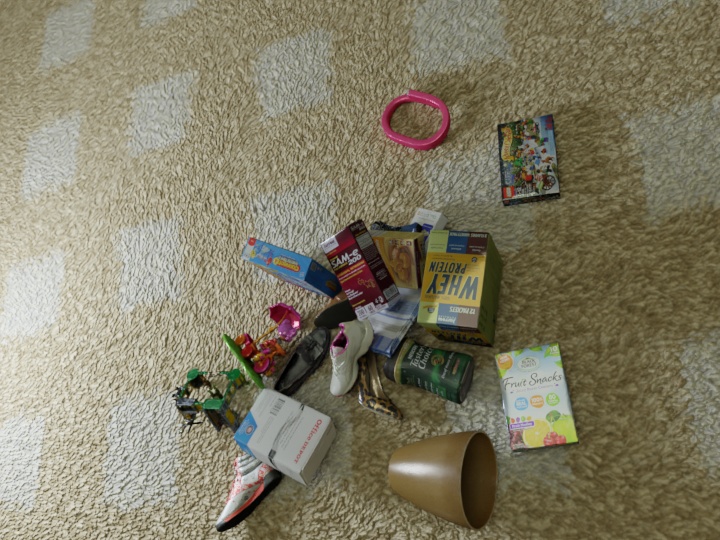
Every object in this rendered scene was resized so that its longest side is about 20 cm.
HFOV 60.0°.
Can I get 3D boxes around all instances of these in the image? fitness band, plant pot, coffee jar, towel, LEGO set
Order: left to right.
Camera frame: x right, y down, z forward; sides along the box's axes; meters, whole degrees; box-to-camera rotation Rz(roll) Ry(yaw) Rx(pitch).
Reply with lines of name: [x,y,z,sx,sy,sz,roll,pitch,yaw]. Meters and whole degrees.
LEGO set: [-0.372,0.339,1.598,0.194,0.118,0.156,-9,40,16]
towel: [0.074,0.102,1.464,0.145,0.024,0.202,10,61,51]
fitness band: [0.146,-0.397,1.643,0.196,0.037,0.147,24,84,28]
coffee jar: [0.151,0.220,1.405,0.195,0.086,0.106,13,57,25]
plant pot: [0.163,0.428,1.303,0.196,0.185,0.192,-7,69,36]

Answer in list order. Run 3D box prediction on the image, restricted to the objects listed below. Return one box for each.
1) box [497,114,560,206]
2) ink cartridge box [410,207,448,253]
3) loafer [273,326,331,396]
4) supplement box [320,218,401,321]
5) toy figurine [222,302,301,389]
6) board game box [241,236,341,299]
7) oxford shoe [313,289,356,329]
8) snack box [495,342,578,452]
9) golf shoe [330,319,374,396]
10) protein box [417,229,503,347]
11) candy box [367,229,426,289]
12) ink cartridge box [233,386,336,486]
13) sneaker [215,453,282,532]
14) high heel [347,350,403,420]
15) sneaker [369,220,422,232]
box: [0.401,-0.263,1.491,0.133,0.038,0.206,-7,71,20]
ink cartridge box: [0.131,-0.054,1.516,0.094,0.037,0.203,22,80,55]
loafer: [-0.144,0.227,1.535,0.071,0.063,0.202,37,95,20]
supplement box: [0.000,0.000,1.427,0.108,0.060,0.204,-28,90,43]
toy figurine: [-0.222,0.168,1.552,0.183,0.151,0.200,-41,37,-6]
board game box: [-0.165,-0.002,1.552,0.192,0.200,0.057,18,81,27]
oxford shoe: [-0.034,0.078,1.558,0.197,0.072,0.072,-34,34,11]
snack box: [0.371,0.270,1.320,0.138,0.053,0.206,-12,68,17]
golf shoe: [-0.041,0.199,1.432,0.075,0.090,0.205,43,118,49]
protein box: [0.225,0.043,1.374,0.131,0.198,0.206,4,74,23]
candy box: [0.058,-0.029,1.447,0.196,0.055,0.119,6,112,35]
ink cartridge box: [-0.174,0.388,1.466,0.196,0.085,0.146,19,58,25]
sneaker: [-0.288,0.524,1.506,0.201,0.067,0.108,-44,61,0]
high heel: [0.042,0.249,1.452,0.197,0.071,0.146,25,90,36]
sneaker: [0.064,-0.075,1.498,0.197,0.090,0.079,-22,29,43]
